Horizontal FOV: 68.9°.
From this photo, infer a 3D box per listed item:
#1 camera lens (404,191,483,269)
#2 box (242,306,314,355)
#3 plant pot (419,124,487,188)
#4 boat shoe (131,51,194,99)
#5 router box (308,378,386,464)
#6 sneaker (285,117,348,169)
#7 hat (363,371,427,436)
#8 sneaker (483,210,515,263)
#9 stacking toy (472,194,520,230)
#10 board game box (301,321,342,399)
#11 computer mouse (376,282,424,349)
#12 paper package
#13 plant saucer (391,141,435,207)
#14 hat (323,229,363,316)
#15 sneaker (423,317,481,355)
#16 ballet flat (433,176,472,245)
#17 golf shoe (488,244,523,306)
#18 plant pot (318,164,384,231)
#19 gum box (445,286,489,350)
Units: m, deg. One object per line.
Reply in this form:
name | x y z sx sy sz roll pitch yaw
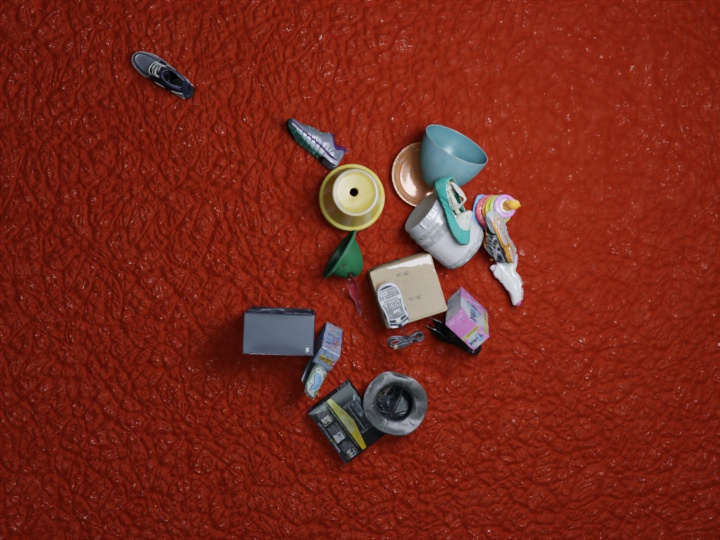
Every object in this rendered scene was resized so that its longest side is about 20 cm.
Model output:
camera lens | 0.252 -0.115 1.561 0.200 0.160 0.160 38 88 -15
box | -0.230 0.172 1.516 0.195 0.200 0.119 3 91 -6
plant pot | 0.250 -0.313 1.533 0.199 0.201 0.135 25 126 -5
boat shoe | -0.578 -0.578 1.516 0.199 0.093 0.075 30 89 -6
router box | -0.040 0.463 1.614 0.157 0.052 0.201 -35 94 -3
sneaker | -0.132 -0.399 1.583 0.200 0.074 0.088 42 74 -14
hat | 0.101 0.406 1.610 0.199 0.081 0.203 1 81 -8
sneaker | 0.397 -0.090 1.548 0.077 0.079 0.201 -6 132 31
stacking toy | 0.419 -0.185 1.562 0.115 0.200 0.111 15 84 -7
board game box | -0.116 0.262 1.528 0.061 0.200 0.201 28 88 -6
computer mouse | 0.105 0.126 1.523 0.109 0.044 0.201 -20 99 0
paper package | 0.140 0.059 1.595 0.198 0.103 0.192 -18 93 -4
plant saucer | 0.192 -0.294 1.624 0.198 0.037 0.202 0 91 -6
hat | 0.000 0.000 1.565 0.175 0.200 0.166 33 62 -11
sneaker | 0.289 0.203 1.630 0.199 0.104 0.060 33 75 -41
ballet flat | 0.267 -0.167 1.446 0.067 0.070 0.201 -23 89 -38
golf shoe | 0.455 0.015 1.646 0.091 0.075 0.202 -10 86 6
plant pot | -0.023 -0.217 1.530 0.199 0.189 0.203 0 91 -5
gum box | 0.320 0.138 1.572 0.113 0.200 0.066 42 112 -5
